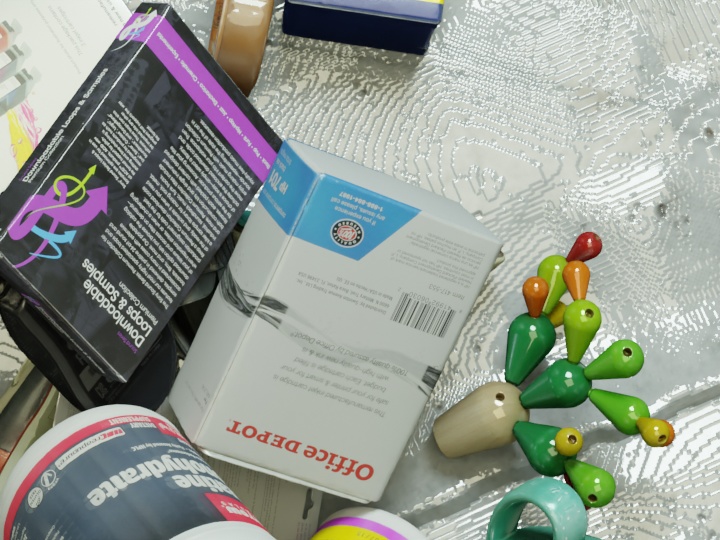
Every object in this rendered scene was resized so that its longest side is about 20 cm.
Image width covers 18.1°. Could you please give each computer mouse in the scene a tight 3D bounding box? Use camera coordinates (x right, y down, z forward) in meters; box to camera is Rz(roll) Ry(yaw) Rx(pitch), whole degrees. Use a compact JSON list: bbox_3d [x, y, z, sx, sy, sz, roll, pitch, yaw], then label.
[{"bbox_3d":[-0.189,0.015,1.475,0.139,0.053,0.200,-47,126,-28],"label":"computer mouse"}]

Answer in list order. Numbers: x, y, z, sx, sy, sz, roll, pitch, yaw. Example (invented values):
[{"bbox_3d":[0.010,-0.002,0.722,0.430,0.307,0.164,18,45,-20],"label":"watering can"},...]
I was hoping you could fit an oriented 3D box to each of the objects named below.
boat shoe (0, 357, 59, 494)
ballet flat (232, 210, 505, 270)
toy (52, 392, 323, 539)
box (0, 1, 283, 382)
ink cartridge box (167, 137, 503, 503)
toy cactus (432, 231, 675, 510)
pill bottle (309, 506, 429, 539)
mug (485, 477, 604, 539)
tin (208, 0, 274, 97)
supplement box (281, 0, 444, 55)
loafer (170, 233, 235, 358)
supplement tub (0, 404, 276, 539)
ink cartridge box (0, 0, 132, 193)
[{"bbox_3d":[-0.208,0.077,1.563,0.062,0.071,0.200,27,82,39],"label":"boat shoe"},{"bbox_3d":[0.000,0.000,1.591,0.199,0.069,0.070,7,84,-1],"label":"ballet flat"},{"bbox_3d":[-0.125,0.147,1.559,0.199,0.047,0.116,11,85,-24],"label":"toy"},{"bbox_3d":[-0.145,-0.050,1.445,0.143,0.036,0.200,50,62,-37],"label":"box"},{"bbox_3d":[-0.019,0.034,1.500,0.146,0.086,0.201,20,104,-26],"label":"ink cartridge box"},{"bbox_3d":[0.129,0.084,1.566,0.165,0.102,0.201,-27,62,28],"label":"toy cactus"},{"bbox_3d":[-0.026,0.255,1.492,0.104,0.104,0.200,38,47,0],"label":"pill bottle"},{"bbox_3d":[0.129,0.235,1.528,0.152,0.114,0.186,17,86,-42],"label":"mug"},{"bbox_3d":[-0.076,-0.217,1.576,0.042,0.112,0.201,10,84,-3],"label":"tin"},{"bbox_3d":[0.012,-0.266,1.588,0.109,0.109,0.201,8,84,-3],"label":"supplement box"},{"bbox_3d":[-0.117,0.000,1.533,0.068,0.070,0.201,-16,117,23],"label":"loafer"},{"bbox_3d":[-0.127,0.190,1.410,0.140,0.140,0.200,-42,48,-7],"label":"supplement tub"},{"bbox_3d":[-0.243,-0.120,1.538,0.200,0.145,0.145,-34,89,-6],"label":"ink cartridge box"}]
